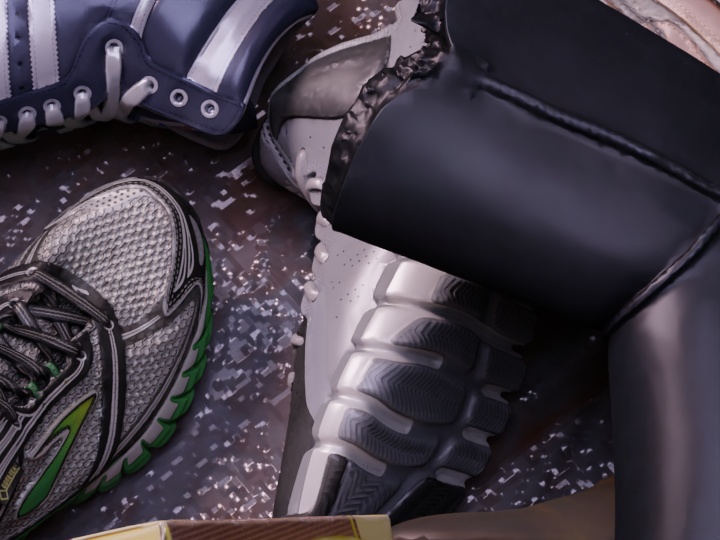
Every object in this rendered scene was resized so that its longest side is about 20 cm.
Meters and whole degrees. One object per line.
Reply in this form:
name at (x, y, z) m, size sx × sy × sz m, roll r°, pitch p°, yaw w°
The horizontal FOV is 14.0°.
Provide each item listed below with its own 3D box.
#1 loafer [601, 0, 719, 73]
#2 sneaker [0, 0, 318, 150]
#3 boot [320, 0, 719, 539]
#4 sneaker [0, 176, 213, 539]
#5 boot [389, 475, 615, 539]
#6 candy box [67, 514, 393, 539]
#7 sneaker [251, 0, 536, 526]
loafer at (0.111, -0.048, 0.966) m, size 0.063 × 0.072 × 0.200 m, roll -34°, pitch 55°, yaw -23°
sneaker at (-0.107, -0.060, 0.995) m, size 0.200 × 0.070 × 0.109 m, roll -40°, pitch 90°, yaw 0°
boot at (0.063, 0.013, 0.866) m, size 0.168 × 0.076 × 0.200 m, roll 22°, pitch 72°, yaw 3°
sneaker at (-0.115, 0.048, 0.938) m, size 0.078 × 0.085 × 0.200 m, roll 31°, pitch 69°, yaw 14°
boot at (0.095, 0.069, 0.936) m, size 0.200 × 0.075 × 0.097 m, roll 2°, pitch 60°, yaw -10°
candy box at (-0.028, 0.172, 0.836) m, size 0.055 × 0.115 × 0.200 m, roll -14°, pitch 79°, yaw 32°
sneaker at (0.000, 0.000, 0.977) m, size 0.115 × 0.075 × 0.200 m, roll 21°, pitch 83°, yaw 40°
